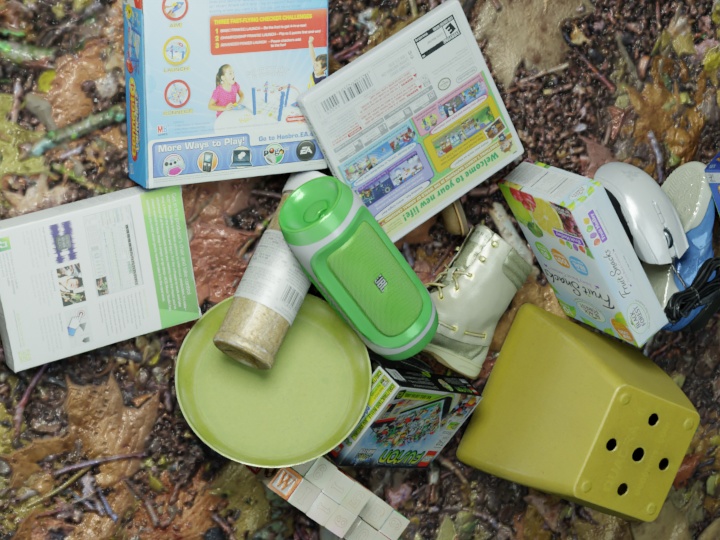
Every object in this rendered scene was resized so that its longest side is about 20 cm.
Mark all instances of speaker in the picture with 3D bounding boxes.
[{"bbox_3d":[0.000,0.000,1.580,0.088,0.088,0.200,-45,127,-10],"label":"speaker"}]

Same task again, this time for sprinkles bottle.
[{"bbox_3d":[-0.079,-0.002,1.608,0.068,0.068,0.201,36,70,-32],"label":"sprinkles bottle"}]

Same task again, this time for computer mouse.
[{"bbox_3d":[0.336,-0.045,1.807,0.109,0.044,0.201,-28,77,-27],"label":"computer mouse"}]

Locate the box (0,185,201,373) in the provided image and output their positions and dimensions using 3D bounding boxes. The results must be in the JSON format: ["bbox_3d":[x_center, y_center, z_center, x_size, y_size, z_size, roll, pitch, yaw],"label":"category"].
[{"bbox_3d":[-0.260,0.003,1.557,0.199,0.036,0.146,-15,112,-24],"label":"box"}]

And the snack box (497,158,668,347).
[{"bbox_3d":[0.247,-0.020,1.771,0.053,0.142,0.201,-39,120,-14],"label":"snack box"}]

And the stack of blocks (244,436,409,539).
[{"bbox_3d":[-0.039,0.234,1.702,0.200,0.115,0.059,41,84,-32],"label":"stack of blocks"}]

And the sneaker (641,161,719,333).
[{"bbox_3d":[0.397,-0.023,1.897,0.111,0.076,0.202,14,90,-39],"label":"sneaker"}]

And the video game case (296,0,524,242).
[{"bbox_3d":[0.054,-0.147,1.622,0.199,0.022,0.183,-34,114,-17],"label":"video game case"}]

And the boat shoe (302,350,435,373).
[{"bbox_3d":[0.007,0.120,1.722,0.200,0.066,0.072,13,95,-32],"label":"boat shoe"}]

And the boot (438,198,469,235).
[{"bbox_3d":[0.054,-0.113,1.690,0.075,0.074,0.201,-28,115,3],"label":"boot"}]

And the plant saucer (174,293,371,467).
[{"bbox_3d":[-0.088,0.112,1.620,0.199,0.200,0.031,-31,156,-18],"label":"plant saucer"}]

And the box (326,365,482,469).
[{"bbox_3d":[0.047,0.160,1.708,0.110,0.035,0.200,-53,152,13],"label":"box"}]

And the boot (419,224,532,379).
[{"bbox_3d":[0.091,0.015,1.737,0.199,0.072,0.155,31,89,-38],"label":"boot"}]

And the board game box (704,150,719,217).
[{"bbox_3d":[0.492,-0.119,1.899,0.200,0.045,0.135,-45,123,-34],"label":"board game box"}]

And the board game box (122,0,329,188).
[{"bbox_3d":[-0.130,-0.191,1.559,0.199,0.056,0.198,-8,108,-27],"label":"board game box"}]

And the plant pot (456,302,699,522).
[{"bbox_3d":[0.265,0.181,1.822,0.199,0.176,0.201,22,94,-33],"label":"plant pot"}]
